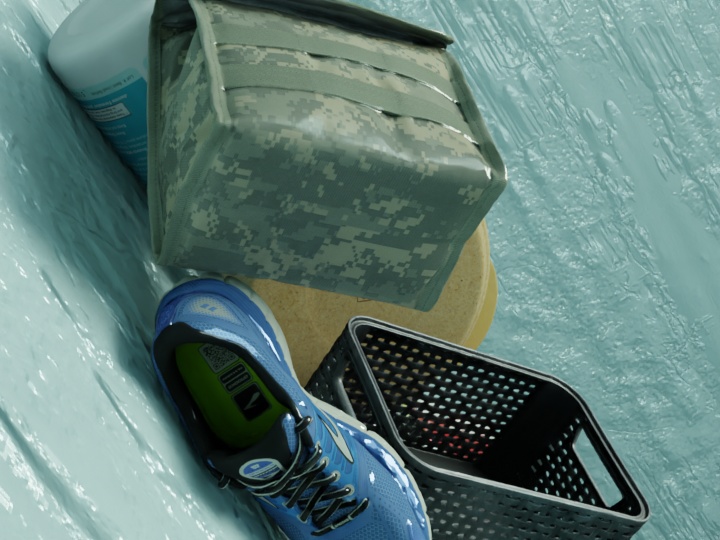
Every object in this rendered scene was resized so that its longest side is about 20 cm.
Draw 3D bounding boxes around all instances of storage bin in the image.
[{"bbox_3d":[0.063,0.124,0.796,0.199,0.094,0.135,18,29,-31],"label":"storage bin"}]

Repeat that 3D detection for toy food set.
[{"bbox_3d":[0.000,0.000,0.838,0.049,0.199,0.199,34,-37,61],"label":"toy food set"}]

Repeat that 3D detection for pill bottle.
[{"bbox_3d":[-0.106,-0.097,0.846,0.200,0.110,0.111,56,6,-30],"label":"pill bottle"}]

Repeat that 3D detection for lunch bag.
[{"bbox_3d":[-0.030,-0.091,0.707,0.163,0.118,0.201,11,39,-23],"label":"lunch bag"}]

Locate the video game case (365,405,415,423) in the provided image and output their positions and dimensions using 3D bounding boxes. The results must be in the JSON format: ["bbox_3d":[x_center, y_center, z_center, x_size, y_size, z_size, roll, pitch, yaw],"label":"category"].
[{"bbox_3d":[0.006,0.055,1.044,0.181,0.036,0.201,39,41,-71],"label":"video game case"}]

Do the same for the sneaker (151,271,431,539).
[{"bbox_3d":[-0.040,0.096,0.641,0.200,0.078,0.089,49,14,-8],"label":"sneaker"}]

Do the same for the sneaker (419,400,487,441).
[{"bbox_3d":[0.086,0.198,1.205,0.200,0.078,0.116,28,36,-54],"label":"sneaker"}]
